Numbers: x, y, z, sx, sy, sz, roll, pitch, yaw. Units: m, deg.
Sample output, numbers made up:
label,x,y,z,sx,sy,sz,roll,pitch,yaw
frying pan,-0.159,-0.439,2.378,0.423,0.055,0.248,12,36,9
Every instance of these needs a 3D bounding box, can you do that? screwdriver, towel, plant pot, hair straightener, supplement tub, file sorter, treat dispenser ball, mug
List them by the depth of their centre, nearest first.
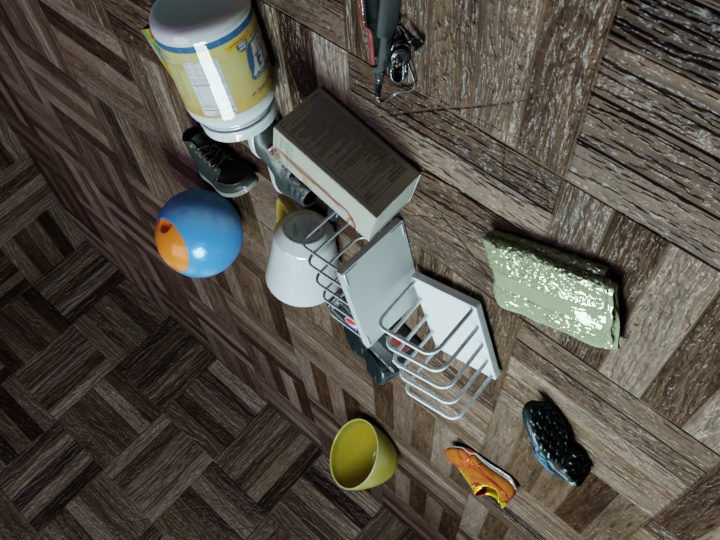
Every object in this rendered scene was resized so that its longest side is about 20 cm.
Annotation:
label,x,y,z,sx,sy,sz,roll,pitch,yaw
hair straightener,0.034,-0.259,0.838,0.077,0.041,0.201,38,157,19
towel,0.251,0.026,0.959,0.199,0.036,0.149,26,151,40
supplement tub,-0.205,-0.303,1.056,0.144,0.145,0.201,31,155,31
screwdriver,-0.031,-0.130,1.209,0.029,0.028,0.200,15,158,-8
file sorter,0.131,0.132,1.228,0.138,0.125,0.201,26,151,39
file sorter,0.000,0.000,1.235,0.124,0.139,0.201,33,156,35
mug,-0.122,-0.043,1.380,0.186,0.150,0.154,31,147,16
treat dispenser ball,-0.369,-0.085,1.663,0.200,0.201,0.201,37,157,19
plant pot,0.028,0.550,2.127,0.141,0.202,0.199,26,173,-38

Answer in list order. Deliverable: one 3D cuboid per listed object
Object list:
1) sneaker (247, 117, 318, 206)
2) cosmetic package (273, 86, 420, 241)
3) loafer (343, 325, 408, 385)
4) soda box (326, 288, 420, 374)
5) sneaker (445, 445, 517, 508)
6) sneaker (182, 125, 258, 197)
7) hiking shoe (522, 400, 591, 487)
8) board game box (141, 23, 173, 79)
label,x,y,z,sx,sy,sz,roll,pitch,yaw
sneaker,-0.118,-0.185,1.218,0.099,0.071,0.201,30,160,29
cosmetic package,-0.023,-0.153,1.052,0.200,0.103,0.087,43,160,10
loafer,0.026,0.154,1.549,0.201,0.072,0.073,56,150,33
soda box,0.029,0.109,1.459,0.200,0.071,0.063,46,156,2
sneaker,0.264,0.467,1.664,0.199,0.077,0.073,25,153,45
sneaker,-0.288,-0.218,1.448,0.199,0.075,0.107,26,154,43
hiking shoe,0.321,0.300,1.265,0.086,0.074,0.201,8,137,56
board game box,-0.264,-0.336,1.225,0.165,0.057,0.201,17,145,52
